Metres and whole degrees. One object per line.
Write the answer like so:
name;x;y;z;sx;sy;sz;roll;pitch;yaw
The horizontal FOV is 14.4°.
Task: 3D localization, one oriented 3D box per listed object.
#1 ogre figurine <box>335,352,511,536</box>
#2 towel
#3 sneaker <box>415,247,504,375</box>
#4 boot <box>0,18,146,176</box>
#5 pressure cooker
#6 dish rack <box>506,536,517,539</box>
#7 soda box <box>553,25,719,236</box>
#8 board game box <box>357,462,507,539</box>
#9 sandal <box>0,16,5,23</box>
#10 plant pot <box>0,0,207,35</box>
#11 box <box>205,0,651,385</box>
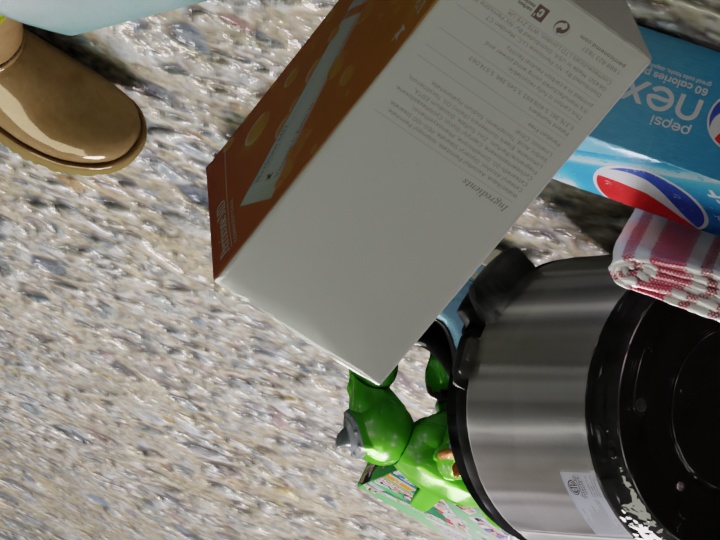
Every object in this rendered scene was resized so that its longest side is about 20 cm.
ogre figurine;0.071;0.091;1.792;0.200;0.120;0.098;34;158;-23
towel;0.227;0.004;1.414;0.199;0.030;0.146;20;-159;6
sneaker;0.000;0.000;1.697;0.199;0.090;0.078;26;159;2
boot;-0.201;-0.140;1.633;0.175;0.066;0.200;24;158;3
pressure cooker;0.144;0.074;1.578;0.178;0.177;0.200;4;175;-32
dish rack;0.185;0.220;1.977;0.199;0.044;0.172;17;130;20
soda box;0.151;-0.069;1.392;0.199;0.068;0.064;20;159;15
board game box;0.109;0.185;2.098;0.200;0.029;0.135;30;160;-12
sandal;-0.196;-0.186;1.473;0.087;0.080;0.200;34;135;-3
plant pot;-0.142;-0.201;1.279;0.141;0.142;0.200;-12;148;25
box;0.026;-0.070;1.306;0.097;0.200;0.125;33;-161;-19
